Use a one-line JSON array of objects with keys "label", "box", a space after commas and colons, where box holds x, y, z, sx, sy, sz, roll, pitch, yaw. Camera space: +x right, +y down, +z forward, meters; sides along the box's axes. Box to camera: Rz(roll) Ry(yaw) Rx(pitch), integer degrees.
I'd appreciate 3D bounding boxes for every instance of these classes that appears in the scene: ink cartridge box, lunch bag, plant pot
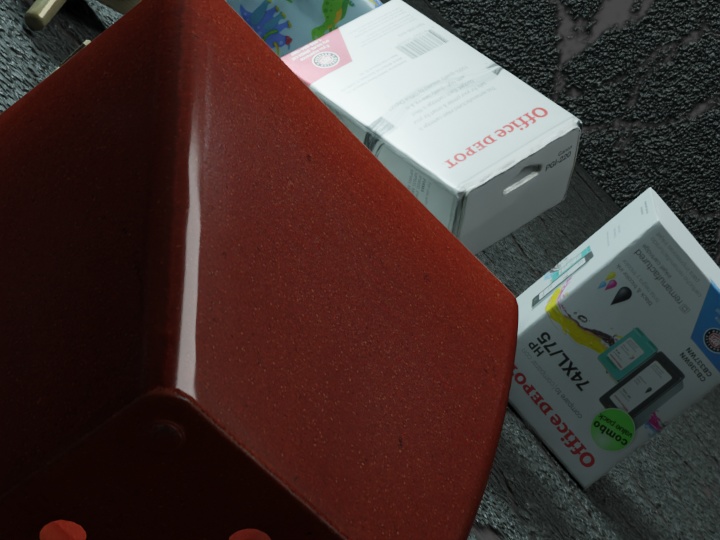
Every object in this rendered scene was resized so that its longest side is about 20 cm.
[{"label": "ink cartridge box", "box": [0.048, -0.106, 1.708, 0.200, 0.145, 0.085, 36, -41, 29]}, {"label": "lunch bag", "box": [-0.066, -0.216, 1.887, 0.170, 0.127, 0.200, 46, 0, -19]}, {"label": "ink cartridge box", "box": [0.223, 0.057, 1.931, 0.147, 0.200, 0.146, 48, 12, -6]}, {"label": "plant pot", "box": [-0.070, 0.059, 0.783, 0.200, 0.200, 0.177, 44, 24, -28]}]

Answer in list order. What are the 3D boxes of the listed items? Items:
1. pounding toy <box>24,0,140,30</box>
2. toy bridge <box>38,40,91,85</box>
[{"label": "pounding toy", "box": [-0.171, -0.255, 1.513, 0.142, 0.184, 0.200, 40, 7, 18]}, {"label": "toy bridge", "box": [-0.166, -0.070, 1.123, 0.027, 0.067, 0.200, 47, 12, -10]}]
